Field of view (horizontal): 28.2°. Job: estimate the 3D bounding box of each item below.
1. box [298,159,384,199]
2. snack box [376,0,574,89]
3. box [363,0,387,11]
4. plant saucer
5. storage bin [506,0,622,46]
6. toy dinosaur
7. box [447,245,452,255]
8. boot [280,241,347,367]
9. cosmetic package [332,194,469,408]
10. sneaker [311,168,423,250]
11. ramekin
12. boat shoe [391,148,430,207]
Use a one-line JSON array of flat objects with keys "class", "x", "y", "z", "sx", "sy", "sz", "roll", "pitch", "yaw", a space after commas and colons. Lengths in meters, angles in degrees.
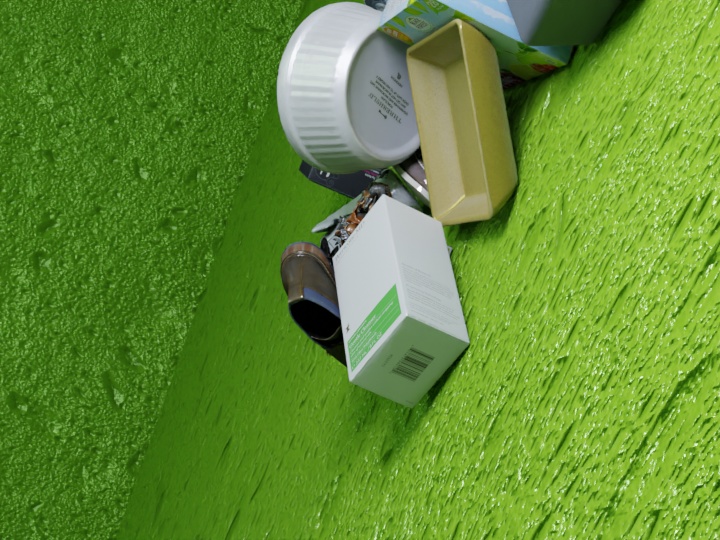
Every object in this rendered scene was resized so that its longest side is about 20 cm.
[{"class": "box", "x": -0.003, "y": -0.213, "z": 2.110, "sx": 0.122, "sy": 0.105, "sz": 0.202, "roll": -134, "pitch": 66, "yaw": -77}, {"class": "snack box", "x": 0.123, "y": -0.265, "z": 1.517, "sx": 0.068, "sy": 0.167, "sz": 0.200, "roll": -68, "pitch": 13, "yaw": -7}, {"class": "box", "x": 0.113, "y": -0.392, "z": 1.779, "sx": 0.198, "sy": 0.044, "sz": 0.161, "roll": -4, "pitch": 53, "yaw": 26}, {"class": "plant saucer", "x": 0.111, "y": -0.152, "z": 1.509, "sx": 0.200, "sy": 0.048, "sz": 0.202, "roll": 176, "pitch": 84, "yaw": -76}, {"class": "storage bin", "x": 0.197, "y": -0.317, "z": 1.363, "sx": 0.135, "sy": 0.144, "sz": 0.201, "roll": 113, "pitch": 147, "yaw": -54}, {"class": "toy dinosaur", "x": 0.000, "y": 0.000, "z": 1.674, "sx": 0.136, "sy": 0.101, "sz": 0.202, "roll": -57, "pitch": -37, "yaw": -81}, {"class": "box", "x": 0.045, "y": 0.020, "z": 1.673, "sx": 0.200, "sy": 0.034, "sz": 0.111, "roll": 178, "pitch": 113, "yaw": -77}, {"class": "boot", "x": -0.028, "y": 0.071, "z": 1.561, "sx": 0.074, "sy": 0.200, "sz": 0.097, "roll": -29, "pitch": 26, "yaw": 17}, {"class": "cosmetic package", "x": 0.039, "y": 0.030, "z": 1.486, "sx": 0.108, "sy": 0.084, "sz": 0.201, "roll": -52, "pitch": 29, "yaw": 28}, {"class": "sneaker", "x": 0.007, "y": -0.059, "z": 1.788, "sx": 0.115, "sy": 0.075, "sz": 0.200, "roll": -39, "pitch": 3, "yaw": -9}, {"class": "ramekin", "x": 0.007, "y": -0.209, "z": 1.658, "sx": 0.094, "sy": 0.202, "sz": 0.204, "roll": 10, "pitch": 77, "yaw": 45}, {"class": "boat shoe", "x": 0.073, "y": -0.130, "z": 1.741, "sx": 0.059, "sy": 0.072, "sz": 0.200, "roll": -40, "pitch": 22, "yaw": 4}]
